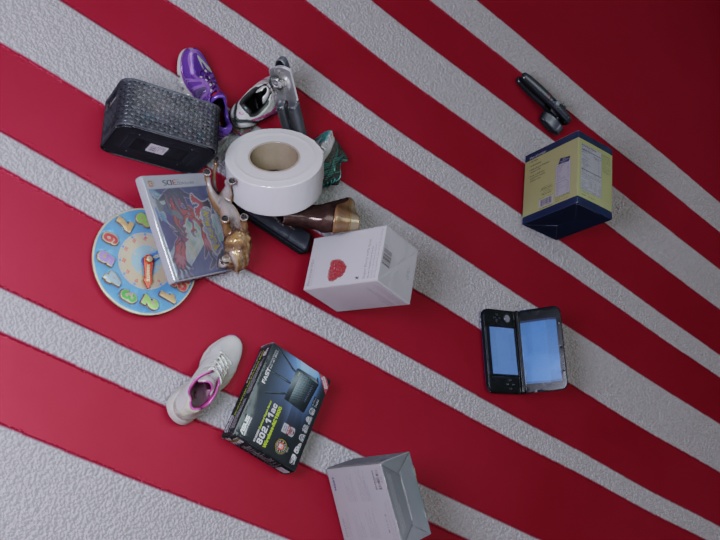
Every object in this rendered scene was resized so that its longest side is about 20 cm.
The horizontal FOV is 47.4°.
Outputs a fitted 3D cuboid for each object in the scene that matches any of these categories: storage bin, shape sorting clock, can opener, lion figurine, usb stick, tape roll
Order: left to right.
[{"bbox_3d":[-0.395,-0.018,1.511,0.196,0.039,0.206,11,70,-33],"label":"shape sorting clock"},{"bbox_3d":[-0.374,-0.266,1.537,0.196,0.134,0.096,12,70,-32],"label":"storage bin"},{"bbox_3d":[-0.255,-0.104,1.579,0.071,0.123,0.204,-10,63,-12],"label":"lion figurine"},{"bbox_3d":[-0.186,-0.103,1.689,0.198,0.032,0.056,34,56,-22],"label":"usb stick"},{"bbox_3d":[-0.170,-0.199,1.633,0.196,0.072,0.205,2,42,-2],"label":"tape roll"},{"bbox_3d":[-0.144,-0.348,1.717,0.203,0.052,0.068,77,27,-43],"label":"can opener"},{"bbox_3d":[0.510,-0.472,2.273,0.200,0.063,0.079,47,56,-16],"label":"can opener"}]

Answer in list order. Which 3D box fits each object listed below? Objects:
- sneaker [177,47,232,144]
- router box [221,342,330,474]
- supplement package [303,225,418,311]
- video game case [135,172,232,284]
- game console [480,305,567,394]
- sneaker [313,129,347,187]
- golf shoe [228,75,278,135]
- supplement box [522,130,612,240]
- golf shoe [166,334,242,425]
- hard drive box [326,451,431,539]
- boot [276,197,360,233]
[{"bbox_3d":[-0.302,-0.359,1.649,0.080,0.083,0.204,-22,89,-37],"label":"sneaker"},{"bbox_3d":[-0.160,0.265,1.582,0.148,0.062,0.203,34,59,-21],"label":"router box"},{"bbox_3d":[0.000,0.000,1.672,0.119,0.197,0.124,33,58,-43],"label":"supplement package"},{"bbox_3d":[-0.326,-0.084,1.550,0.181,0.023,0.205,-15,86,-59],"label":"video game case"},{"bbox_3d":[0.390,0.187,1.963,0.167,0.117,0.206,7,72,-34],"label":"game console"},{"bbox_3d":[-0.081,-0.209,1.769,0.091,0.077,0.203,43,54,-26],"label":"sneaker"},{"bbox_3d":[-0.197,-0.361,1.719,0.073,0.092,0.201,45,54,-9],"label":"golf shoe"},{"bbox_3d":[0.538,-0.218,2.134,0.132,0.198,0.205,19,67,-29],"label":"supplement box"},{"bbox_3d":[-0.271,0.196,1.507,0.075,0.091,0.202,43,55,-15],"label":"golf shoe"},{"bbox_3d":[0.031,0.443,1.581,0.075,0.198,0.160,-11,83,-36],"label":"hard drive box"},{"bbox_3d":[-0.093,-0.120,1.700,0.162,0.200,0.074,5,99,-11],"label":"boot"}]
